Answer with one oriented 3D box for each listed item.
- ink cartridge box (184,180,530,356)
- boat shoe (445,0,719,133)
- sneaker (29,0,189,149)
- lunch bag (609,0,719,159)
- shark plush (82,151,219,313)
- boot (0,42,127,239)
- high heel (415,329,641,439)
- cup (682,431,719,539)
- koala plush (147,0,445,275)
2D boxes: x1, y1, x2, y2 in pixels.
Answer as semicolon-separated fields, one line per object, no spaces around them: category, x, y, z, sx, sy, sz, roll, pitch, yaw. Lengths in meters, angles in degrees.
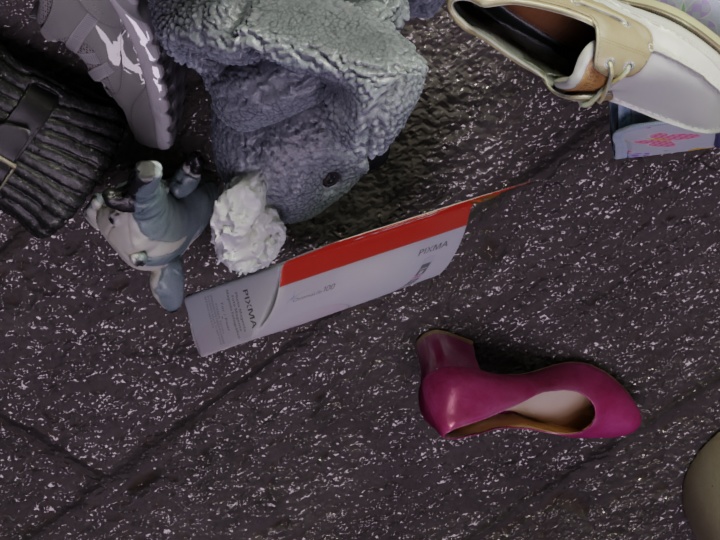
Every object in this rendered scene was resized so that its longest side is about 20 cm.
ink cartridge box;0.000;0.000;1.610;0.162;0.057;0.200;-19;-176;-34
boat shoe;0.137;-0.130;1.465;0.200;0.068;0.075;27;136;-4
sneaker;-0.162;-0.159;1.535;0.082;0.075;0.200;-6;130;16
lunch bag;0.238;-0.150;1.560;0.169;0.127;0.200;-4;138;3
shark plush;-0.134;-0.052;1.581;0.083;0.091;0.200;-41;160;-6
boot;-0.268;-0.064;1.591;0.158;0.080;0.211;31;122;-33
high heel;0.130;0.109;1.818;0.200;0.096;0.067;24;126;-29
cup;0.365;0.214;1.929;0.200;0.143;0.200;-5;135;-5
koala plush;-0.045;-0.111;1.531;0.183;0.178;0.200;13;135;6
